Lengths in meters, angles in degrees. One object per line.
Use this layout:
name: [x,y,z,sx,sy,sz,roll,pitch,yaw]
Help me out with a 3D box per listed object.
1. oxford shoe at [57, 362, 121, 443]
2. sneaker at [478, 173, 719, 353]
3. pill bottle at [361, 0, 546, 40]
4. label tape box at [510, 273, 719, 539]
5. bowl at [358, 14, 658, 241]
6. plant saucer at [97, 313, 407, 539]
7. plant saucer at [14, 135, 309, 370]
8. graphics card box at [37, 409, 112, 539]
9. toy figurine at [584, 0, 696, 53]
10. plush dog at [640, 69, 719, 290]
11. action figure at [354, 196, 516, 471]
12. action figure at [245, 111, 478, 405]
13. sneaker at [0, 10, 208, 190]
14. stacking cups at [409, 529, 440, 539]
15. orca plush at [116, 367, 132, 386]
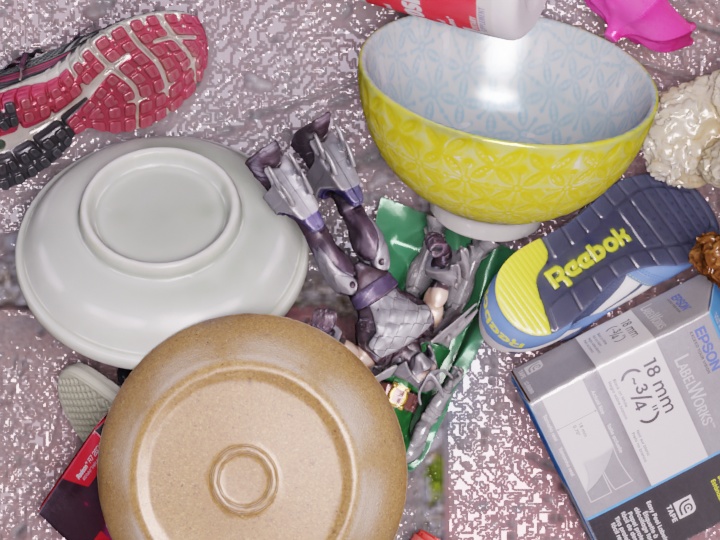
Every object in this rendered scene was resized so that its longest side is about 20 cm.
oxford shoe: [-0.125,0.126,1.125,0.199,0.075,0.058,33,49,10]
sneaker: [0.159,-0.004,1.108,0.199,0.082,0.074,-24,74,-27]
pill bottle: [0.031,-0.233,1.098,0.198,0.112,0.113,18,88,17]
label tape box: [0.221,0.092,1.092,0.199,0.063,0.145,-27,107,1]
bowl: [0.091,-0.085,1.085,0.198,0.201,0.109,8,122,2]
plant saucer: [-0.070,0.128,1.008,0.198,0.035,0.202,0,91,4]
plant saucer: [-0.132,-0.027,1.081,0.198,0.050,0.202,2,52,-2]
graphics card box: [-0.116,0.189,1.088,0.200,0.126,0.051,43,45,2]
toy figurine: [0.236,-0.231,1.108,0.182,0.150,0.202,-16,65,10]
plush dog: [0.297,-0.056,1.053,0.198,0.161,0.174,-3,78,-10]
action figure: [0.034,0.064,1.126,0.117,0.055,0.202,21,92,-1]
action figure: [0.000,0.000,1.061,0.130,0.069,0.201,-32,92,-26]
sneaker: [-0.201,-0.133,1.131,0.199,0.075,0.081,-25,128,-11]
stacking cups: [0.003,0.272,1.116,0.060,0.061,0.201,28,84,2]
orca plush: [-0.103,0.054,1.094,0.200,0.071,0.105,49,52,7]
